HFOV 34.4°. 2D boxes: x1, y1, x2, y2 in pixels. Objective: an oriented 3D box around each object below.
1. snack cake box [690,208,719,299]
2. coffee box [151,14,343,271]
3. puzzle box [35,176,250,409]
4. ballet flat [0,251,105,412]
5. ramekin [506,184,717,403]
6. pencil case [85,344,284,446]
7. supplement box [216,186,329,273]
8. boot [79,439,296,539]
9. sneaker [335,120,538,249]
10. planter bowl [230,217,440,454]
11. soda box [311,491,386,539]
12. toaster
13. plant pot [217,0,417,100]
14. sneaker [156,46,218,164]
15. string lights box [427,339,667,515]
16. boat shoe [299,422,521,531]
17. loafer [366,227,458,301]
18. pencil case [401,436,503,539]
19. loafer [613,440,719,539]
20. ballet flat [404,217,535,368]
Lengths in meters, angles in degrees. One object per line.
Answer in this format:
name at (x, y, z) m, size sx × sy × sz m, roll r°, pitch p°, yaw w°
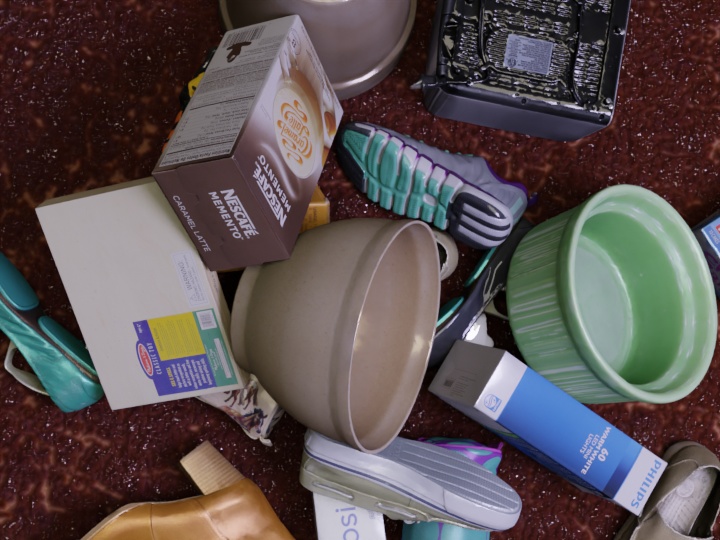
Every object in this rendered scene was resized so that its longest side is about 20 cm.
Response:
snack cake box at (0.423, 0.015, 1.148) m, size 0.115 × 0.067 × 0.200 m, roll -34°, pitch 88°, yaw -7°
coffee box at (-0.090, -0.111, 0.996) m, size 0.080 × 0.114 × 0.200 m, roll -8°, pitch 42°, yaw 24°
puzzle box at (-0.187, 0.021, 1.011) m, size 0.133 × 0.025 × 0.200 m, roll -10°, pitch 110°, yaw 15°
ballet flat at (-0.319, 0.055, 1.084) m, size 0.070 × 0.067 × 0.200 m, roll -44°, pitch 87°, yaw 6°
ramekin at (0.228, 0.029, 1.078) m, size 0.200 × 0.098 × 0.200 m, roll 11°, pitch 71°, yaw -35°
pencil case at (-0.150, 0.082, 1.086) m, size 0.200 × 0.078 × 0.090 m, roll 31°, pitch 88°, yaw -1°
supplement box at (-0.131, -0.037, 1.070) m, size 0.200 × 0.067 × 0.069 m, roll -9°, pitch 118°, yaw -13°
boot at (-0.169, 0.268, 1.067) m, size 0.201 × 0.071 × 0.144 m, roll -37°, pitch 85°, yaw -13°
sneaker at (0.072, -0.092, 1.133) m, size 0.200 × 0.075 × 0.088 m, roll 33°, pitch 43°, yaw 19°
planter bowl at (-0.027, 0.044, 1.006) m, size 0.134 × 0.200 × 0.201 m, roll 12°, pitch 82°, yaw 22°
soda box at (-0.007, 0.270, 1.082) m, size 0.063 × 0.068 × 0.200 m, roll -7°, pitch 85°, yaw -4°
toaster at (0.153, -0.230, 1.126) m, size 0.200 × 0.119 × 0.181 m, roll 10°, pitch 82°, yaw -4°
plant pot at (-0.037, -0.277, 1.088) m, size 0.200 × 0.174 × 0.200 m, roll 1°, pitch 83°, yaw -5°
sneaker at (-0.147, -0.128, 1.053) m, size 0.070 × 0.090 × 0.200 m, roll 4°, pitch 39°, yaw 5°
string lights box at (0.170, 0.143, 1.068) m, size 0.200 × 0.103 × 0.059 m, roll 34°, pitch 81°, yaw -19°
boat shoe at (0.042, 0.189, 1.029) m, size 0.200 × 0.072 × 0.062 m, roll 20°, pitch 113°, yaw 9°
loafer at (0.000, 0.000, 1.112) m, size 0.200 × 0.068 × 0.076 m, roll -19°, pitch 86°, yaw -7°
pencil case at (0.085, 0.256, 1.083) m, size 0.092 × 0.085 × 0.200 m, roll 9°, pitch 81°, yaw -24°
loafer at (0.289, 0.256, 1.109) m, size 0.076 × 0.067 × 0.200 m, roll 23°, pitch 82°, yaw -2°
ballet flat at (0.114, 0.037, 1.120) m, size 0.073 × 0.073 × 0.200 m, roll 40°, pitch 80°, yaw 0°
